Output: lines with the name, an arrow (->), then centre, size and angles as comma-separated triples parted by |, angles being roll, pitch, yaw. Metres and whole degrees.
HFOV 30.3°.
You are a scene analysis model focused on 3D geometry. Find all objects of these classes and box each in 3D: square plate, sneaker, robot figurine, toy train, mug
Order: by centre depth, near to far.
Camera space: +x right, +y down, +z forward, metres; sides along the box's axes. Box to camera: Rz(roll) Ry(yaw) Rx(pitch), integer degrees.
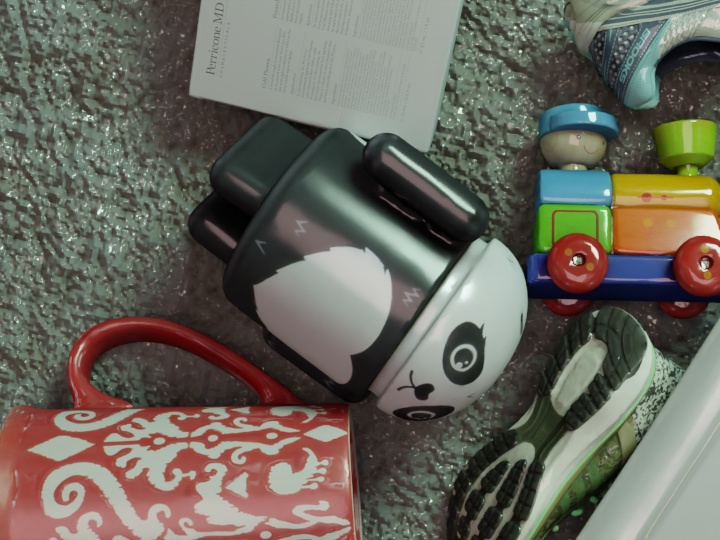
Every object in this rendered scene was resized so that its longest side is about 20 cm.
square plate -> 0.243, 0.140, 0.740 | 0.199, 0.028, 0.199 | 31, 96, -8
sneaker -> 0.222, -0.159, 0.758 | 0.199, 0.078, 0.087 | -29, 71, 15
robot figurine -> 0.000, 0.000, 0.764 | 0.199, 0.150, 0.125 | 36, 82, 3
toy train -> 0.196, -0.035, 0.775 | 0.198, 0.085, 0.117 | 1, 78, 4
mug -> -0.102, 0.118, 0.778 | 0.198, 0.133, 0.179 | -4, 93, 2
sneaker -> 0.128, 0.121, 0.786 | 0.088, 0.077, 0.201 | 24, 112, -28

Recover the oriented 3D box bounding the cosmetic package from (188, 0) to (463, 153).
cosmetic package -> -0.010, -0.184, 0.765 | 0.149, 0.052, 0.201 | 13, 115, 3
